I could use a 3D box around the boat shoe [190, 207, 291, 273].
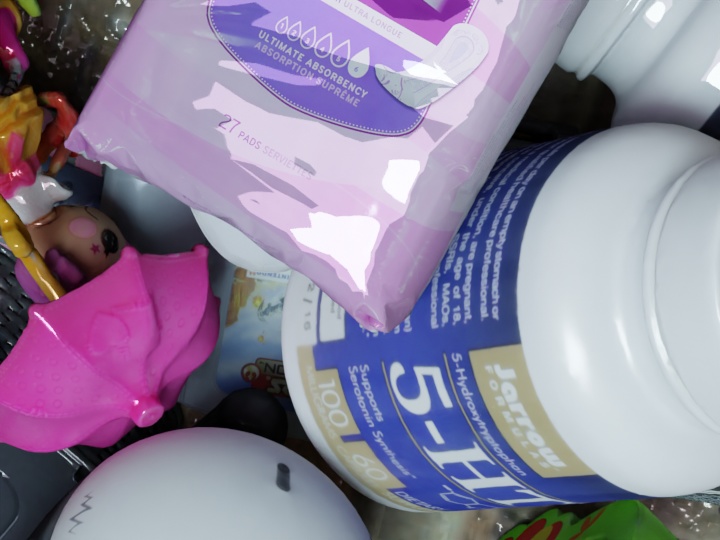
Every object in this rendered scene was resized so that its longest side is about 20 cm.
[{"bbox_3d":[-0.030,-0.103,0.946,0.071,0.066,0.201,-5,102,6],"label":"boat shoe"}]

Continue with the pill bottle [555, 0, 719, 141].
[{"bbox_3d":[0.157,-0.054,0.970,0.200,0.111,0.111,38,114,0],"label":"pill bottle"}]

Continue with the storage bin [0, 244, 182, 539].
[{"bbox_3d":[-0.188,0.055,1.115,0.200,0.094,0.135,41,114,-1],"label":"storage bin"}]

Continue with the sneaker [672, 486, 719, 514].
[{"bbox_3d":[0.162,0.071,1.022,0.198,0.081,0.075,4,126,5],"label":"sneaker"}]

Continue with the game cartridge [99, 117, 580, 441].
[{"bbox_3d":[0.000,0.000,1.049,0.199,0.042,0.134,9,108,-4],"label":"game cartridge"}]

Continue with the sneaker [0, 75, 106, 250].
[{"bbox_3d":[-0.140,-0.033,1.074,0.199,0.082,0.070,30,115,1],"label":"sneaker"}]

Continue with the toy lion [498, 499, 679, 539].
[{"bbox_3d":[0.047,0.146,1.025,0.069,0.192,0.200,44,124,-5],"label":"toy lion"}]

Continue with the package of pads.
[{"bbox_3d":[0.009,-0.094,0.866,0.120,0.076,0.201,30,98,5],"label":"package of pads"}]

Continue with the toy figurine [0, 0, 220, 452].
[{"bbox_3d":[-0.124,-0.026,0.974,0.150,0.200,0.185,-32,103,2],"label":"toy figurine"}]

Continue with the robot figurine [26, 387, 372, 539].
[{"bbox_3d":[-0.066,0.132,0.981,0.151,0.124,0.200,65,150,14],"label":"robot figurine"}]

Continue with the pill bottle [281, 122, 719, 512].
[{"bbox_3d":[0.076,0.016,0.920,0.199,0.119,0.120,-11,109,52],"label":"pill bottle"}]
